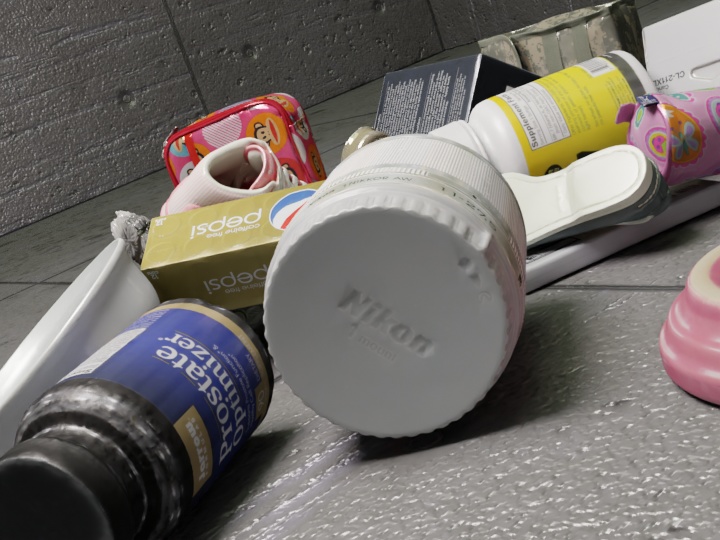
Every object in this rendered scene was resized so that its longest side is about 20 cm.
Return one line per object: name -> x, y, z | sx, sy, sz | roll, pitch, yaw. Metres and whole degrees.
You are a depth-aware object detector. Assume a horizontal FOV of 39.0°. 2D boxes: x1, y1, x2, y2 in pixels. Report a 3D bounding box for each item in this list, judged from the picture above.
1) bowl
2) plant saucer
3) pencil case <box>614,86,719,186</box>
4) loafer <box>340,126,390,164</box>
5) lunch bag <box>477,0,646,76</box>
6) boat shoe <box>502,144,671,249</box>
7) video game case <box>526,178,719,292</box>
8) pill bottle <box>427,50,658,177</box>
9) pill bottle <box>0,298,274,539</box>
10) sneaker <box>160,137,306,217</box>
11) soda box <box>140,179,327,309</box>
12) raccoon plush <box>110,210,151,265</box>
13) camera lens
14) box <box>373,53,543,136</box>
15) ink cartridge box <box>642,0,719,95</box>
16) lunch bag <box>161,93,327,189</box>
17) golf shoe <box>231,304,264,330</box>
bowl -> -0.214, 0.080, 0.784 | 0.201, 0.090, 0.201 | -44, 18, 18
plant saucer -> 0.262, 0.010, 0.557 | 0.200, 0.051, 0.201 | -19, 14, 5
pencil case -> 0.319, -0.122, 0.845 | 0.200, 0.088, 0.087 | -10, 13, -8
loafer -> 0.005, -0.095, 1.088 | 0.076, 0.068, 0.200 | -56, -18, -13
lunch bag -> 0.242, -0.222, 1.228 | 0.200, 0.164, 0.118 | -9, 15, 36
boat shoe -> 0.161, -0.047, 0.846 | 0.200, 0.073, 0.062 | -17, -30, 42
video game case -> 0.190, -0.040, 0.908 | 0.200, 0.022, 0.182 | -24, 15, -12
pill bottle -> 0.171, -0.120, 0.951 | 0.200, 0.114, 0.114 | -22, 14, -6
pill bottle -> -0.138, 0.102, 0.623 | 0.112, 0.112, 0.200 | -14, 15, 22
sneaker -> -0.075, -0.065, 0.942 | 0.200, 0.075, 0.105 | 2, -35, -33
soda box -> -0.073, -0.019, 0.833 | 0.200, 0.064, 0.068 | -12, 41, 11
raccoon plush -> -0.142, -0.036, 1.041 | 0.200, 0.097, 0.134 | 37, 34, 29
camera lens -> 0.029, 0.002, 0.675 | 0.160, 0.160, 0.200 | -16, 14, 14
box -> 0.126, -0.163, 1.153 | 0.148, 0.107, 0.200 | 13, -3, -28
ink cartridge box -> 0.389, -0.204, 0.963 | 0.200, 0.083, 0.146 | -2, -6, -37
lunch bag -> -0.122, -0.078, 1.104 | 0.176, 0.200, 0.082 | -19, 12, 16
golf shoe -> -0.094, 0.014, 0.934 | 0.200, 0.078, 0.097 | -33, 2, -6
